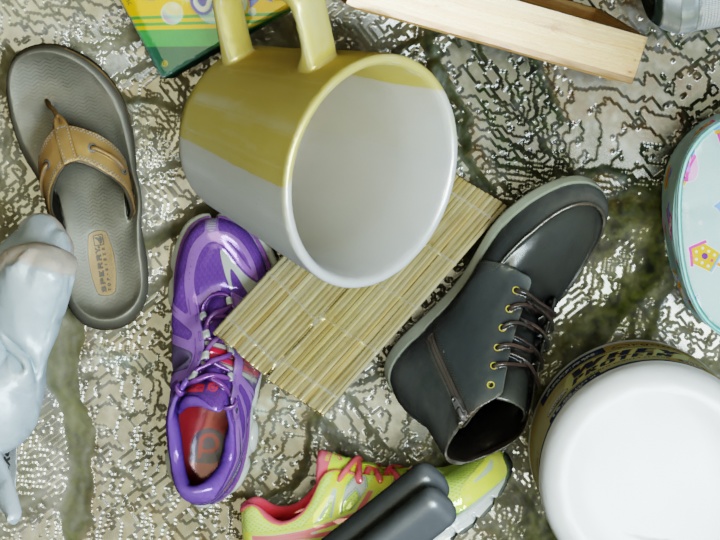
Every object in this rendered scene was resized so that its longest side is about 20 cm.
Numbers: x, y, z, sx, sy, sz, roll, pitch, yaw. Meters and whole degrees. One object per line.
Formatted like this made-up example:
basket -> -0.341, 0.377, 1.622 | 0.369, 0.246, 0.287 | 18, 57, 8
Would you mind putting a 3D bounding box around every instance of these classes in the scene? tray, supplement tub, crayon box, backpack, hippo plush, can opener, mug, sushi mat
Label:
tray -> 0.077, -0.171, 1.479 | 0.199, 0.099, 0.037 | 13, 104, -16
supplement tub -> 0.183, 0.121, 1.473 | 0.143, 0.200, 0.145 | 0, 94, 1
crayon box -> -0.076, -0.232, 1.530 | 0.199, 0.052, 0.126 | -29, 93, 3
backpack -> 0.298, -0.032, 1.489 | 0.199, 0.153, 0.177 | -6, 99, 8
hippo plush -> -0.284, 0.046, 1.489 | 0.160, 0.159, 0.201 | 14, 85, -12
can opener -> -0.010, 0.212, 1.500 | 0.200, 0.053, 0.067 | -39, 119, 14
mug -> -0.037, -0.098, 1.480 | 0.149, 0.153, 0.188 | 3, 102, -43
sushi mat -> 0.000, 0.000, 1.518 | 0.096, 0.012, 0.200 | 38, 72, 13

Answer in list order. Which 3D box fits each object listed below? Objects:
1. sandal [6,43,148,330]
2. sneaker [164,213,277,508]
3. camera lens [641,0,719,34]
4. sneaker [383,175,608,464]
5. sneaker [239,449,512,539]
sandal -> -0.191, -0.056, 1.542 | 0.081, 0.055, 0.201 | -9, 94, 2
sneaker -> -0.095, 0.062, 1.534 | 0.080, 0.083, 0.201 | 2, 93, 1
camera lens -> 0.267, -0.244, 1.467 | 0.199, 0.160, 0.161 | -9, 94, 2
sneaker -> 0.110, 0.037, 1.508 | 0.075, 0.106, 0.200 | 32, 103, -37
sneaker -> 0.006, 0.157, 1.542 | 0.199, 0.078, 0.091 | -24, 91, 3
